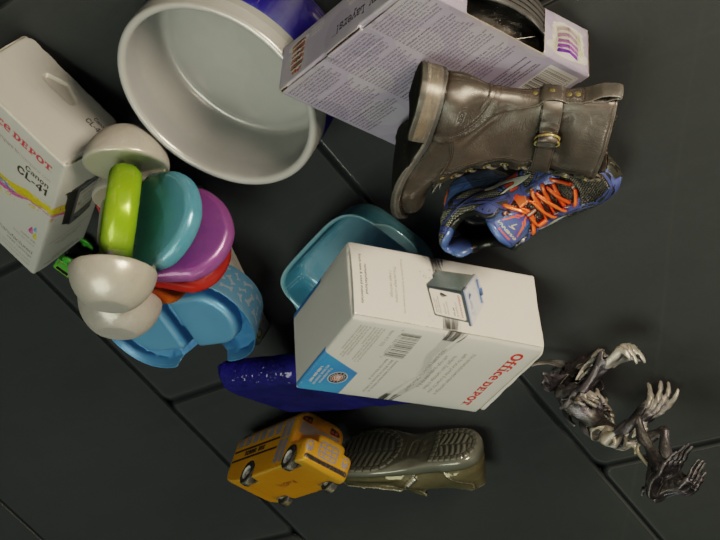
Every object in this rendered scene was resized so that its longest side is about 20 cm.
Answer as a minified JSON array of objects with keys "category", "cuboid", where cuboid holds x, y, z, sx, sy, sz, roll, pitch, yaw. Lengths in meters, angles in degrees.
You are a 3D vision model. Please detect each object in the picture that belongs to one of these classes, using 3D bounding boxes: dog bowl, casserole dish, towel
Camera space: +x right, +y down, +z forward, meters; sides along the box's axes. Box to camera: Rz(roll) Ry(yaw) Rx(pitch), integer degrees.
[{"category":"dog bowl","cuboid":[-0.114,-0.178,1.387,0.198,0.079,0.201,17,139,16]},{"category":"casserole dish","cuboid":[0.000,0.000,1.538,0.121,0.039,0.200,37,141,-8]},{"category":"dog bowl","cuboid":[-0.186,0.043,1.636,0.199,0.050,0.112,-8,128,36]},{"category":"towel","cuboid":[-0.035,0.110,1.634,0.198,0.050,0.147,-8,158,35]}]

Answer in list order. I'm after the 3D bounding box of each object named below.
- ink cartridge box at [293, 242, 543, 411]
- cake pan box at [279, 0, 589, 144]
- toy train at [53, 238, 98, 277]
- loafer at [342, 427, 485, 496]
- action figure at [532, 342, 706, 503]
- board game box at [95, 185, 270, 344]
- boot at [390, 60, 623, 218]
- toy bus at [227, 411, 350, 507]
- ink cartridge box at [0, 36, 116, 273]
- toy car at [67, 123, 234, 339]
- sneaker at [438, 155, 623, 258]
[{"category":"ink cartridge box","cuboid":[0.053,0.059,1.467,0.198,0.087,0.147,9,146,-23]},{"category":"cake pan box","cuboid":[0.060,-0.171,1.256,0.183,0.053,0.200,19,149,-30]},{"category":"toy train","cuboid":[-0.313,-0.008,1.727,0.199,0.042,0.056,37,150,-9]},{"category":"loafer","cuboid":[0.054,0.222,1.711,0.198,0.075,0.070,-5,126,35]},{"category":"action figure","cuboid":[0.251,0.129,1.469,0.119,0.102,0.200,32,-167,-48]},{"category":"board game box","cuboid":[-0.189,-0.005,1.653,0.125,0.035,0.201,1,133,30]},{"category":"boot","cuboid":[0.117,-0.094,1.264,0.172,0.070,0.200,8,150,-5]},{"category":"toy bus","cuboid":[-0.080,0.216,1.760,0.065,0.079,0.200,30,151,-19]},{"category":"ink cartridge box","cuboid":[-0.338,-0.115,1.570,0.147,0.086,0.200,43,143,8]},{"category":"toy car","cuboid":[-0.195,-0.032,1.477,0.148,0.177,0.200,5,160,-2]},{"category":"sneaker","cuboid":[0.147,-0.055,1.354,0.199,0.079,0.075,-23,119,44]}]
